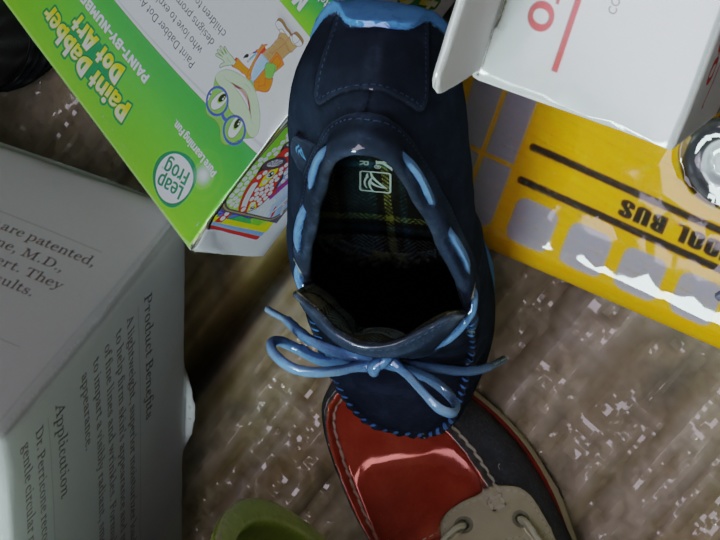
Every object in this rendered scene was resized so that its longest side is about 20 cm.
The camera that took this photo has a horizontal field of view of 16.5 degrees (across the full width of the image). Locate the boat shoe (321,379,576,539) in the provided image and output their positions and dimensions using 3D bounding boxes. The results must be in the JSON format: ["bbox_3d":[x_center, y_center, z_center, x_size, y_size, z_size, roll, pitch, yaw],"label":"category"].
[{"bbox_3d":[0.046,0.119,0.902,0.071,0.063,0.200,-34,88,27],"label":"boat shoe"}]

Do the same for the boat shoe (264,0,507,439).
[{"bbox_3d":[0.000,0.000,0.806,0.084,0.069,0.200,-1,142,13],"label":"boat shoe"}]

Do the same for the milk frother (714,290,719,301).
[{"bbox_3d":[0.187,0.077,0.766,0.200,0.180,0.188,-27,82,48],"label":"milk frother"}]

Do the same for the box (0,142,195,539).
[{"bbox_3d":[-0.177,0.056,0.902,0.200,0.131,0.199,19,133,17],"label":"box"}]

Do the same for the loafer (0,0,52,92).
[{"bbox_3d":[-0.216,-0.090,0.948,0.200,0.072,0.073,-6,102,23],"label":"loafer"}]

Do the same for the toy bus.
[{"bbox_3d":[0.088,-0.036,0.846,0.200,0.065,0.078,24,112,14],"label":"toy bus"}]

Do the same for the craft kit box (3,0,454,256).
[{"bbox_3d":[-0.044,-0.143,0.845,0.198,0.048,0.200,-50,59,21],"label":"craft kit box"}]

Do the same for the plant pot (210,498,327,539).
[{"bbox_3d":[-0.067,0.209,0.825,0.190,0.200,0.200,-32,90,13],"label":"plant pot"}]

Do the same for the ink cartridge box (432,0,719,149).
[{"bbox_3d":[0.096,-0.108,0.750,0.067,0.200,0.116,23,110,14],"label":"ink cartridge box"}]
